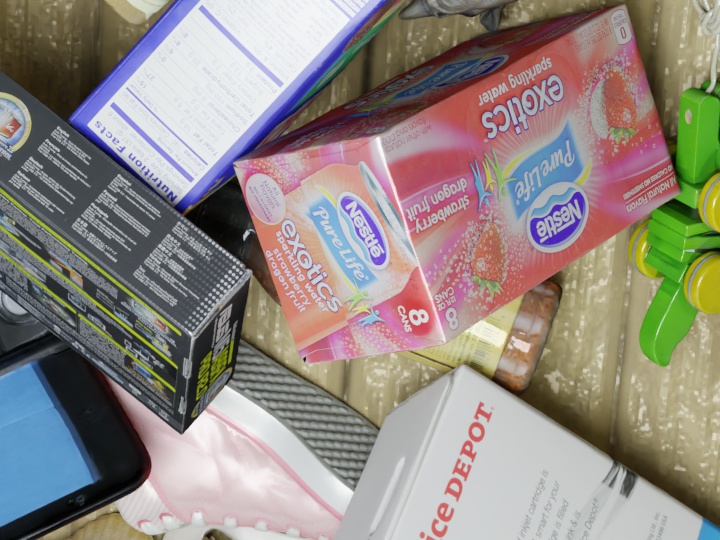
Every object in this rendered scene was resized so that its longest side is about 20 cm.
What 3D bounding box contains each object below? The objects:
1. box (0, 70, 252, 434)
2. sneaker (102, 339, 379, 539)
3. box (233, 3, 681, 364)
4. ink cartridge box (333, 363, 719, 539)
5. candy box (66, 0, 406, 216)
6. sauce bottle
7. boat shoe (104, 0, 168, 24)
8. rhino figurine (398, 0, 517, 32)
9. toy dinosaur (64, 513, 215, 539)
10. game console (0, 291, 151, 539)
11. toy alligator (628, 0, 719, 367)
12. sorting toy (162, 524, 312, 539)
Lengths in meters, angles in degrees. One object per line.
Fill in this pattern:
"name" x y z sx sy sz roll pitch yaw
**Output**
"box" -0.144 -0.019 1.293 0.200 0.160 0.044 38 70 8
"sneaker" -0.057 0.109 1.419 0.200 0.075 0.105 35 113 2
"box" 0.049 -0.042 1.266 0.094 0.200 0.103 -8 105 43
"ink cartridge box" 0.085 0.164 1.342 0.199 0.147 0.084 33 149 -14
"candy box" -0.028 -0.131 1.280 0.077 0.169 0.200 45 112 -2
"sauce bottle" 0.000 0.000 1.366 0.199 0.066 0.066 22 111 2
"boat shoe" -0.085 -0.192 1.259 0.066 0.201 0.074 -30 127 24
"rhino figurine" 0.107 -0.159 1.287 0.199 0.087 0.060 -25 94 17
"toy dinosaur" -0.154 0.173 1.455 0.199 0.102 0.058 5 150 25
"game console" -0.232 0.058 1.353 0.199 0.119 0.173 -25 106 -13
"toy alligator" 0.176 -0.049 1.332 0.054 0.059 0.201 -4 112 -32
"sorting toy" -0.054 0.219 1.457 0.199 0.107 0.181 11 91 7
